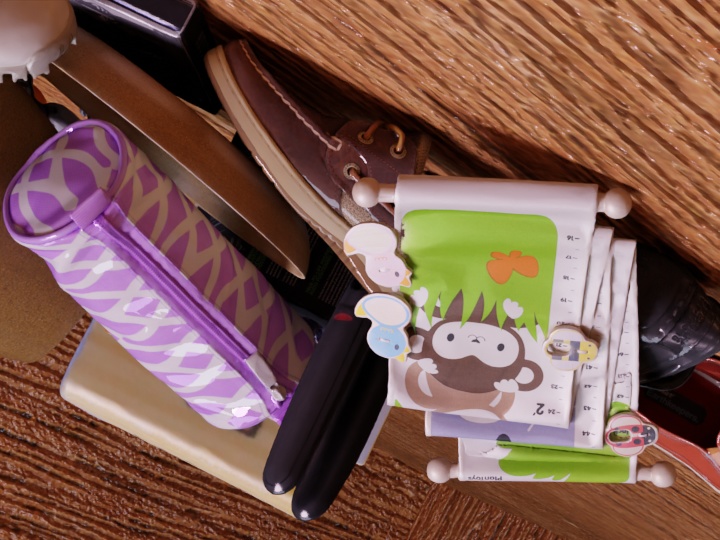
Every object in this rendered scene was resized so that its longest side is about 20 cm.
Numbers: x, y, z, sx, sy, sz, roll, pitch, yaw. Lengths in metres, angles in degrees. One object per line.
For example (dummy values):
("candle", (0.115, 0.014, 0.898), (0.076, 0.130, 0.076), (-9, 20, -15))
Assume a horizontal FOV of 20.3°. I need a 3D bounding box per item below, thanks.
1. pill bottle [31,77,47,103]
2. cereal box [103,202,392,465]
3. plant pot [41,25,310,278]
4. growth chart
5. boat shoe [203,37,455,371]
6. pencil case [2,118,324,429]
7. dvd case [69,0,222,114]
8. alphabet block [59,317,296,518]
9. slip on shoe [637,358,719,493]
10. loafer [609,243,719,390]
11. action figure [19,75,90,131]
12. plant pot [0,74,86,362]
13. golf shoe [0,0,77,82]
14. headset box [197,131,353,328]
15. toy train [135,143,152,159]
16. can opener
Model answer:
("pill bottle", (-0.276, -0.126, 1.264), (0.106, 0.107, 0.200), (22, 171, 30))
("cereal box", (-0.053, 0.023, 1.355), (0.199, 0.145, 0.039), (30, 172, -17))
("plant pot", (-0.099, -0.068, 1.034), (0.200, 0.028, 0.200), (39, 175, 4))
("growth chart", (0.070, 0.032, 0.954), (0.143, 0.018, 0.201), (-4, 129, 11))
("boat shoe", (0.006, -0.044, 0.989), (0.200, 0.072, 0.072), (49, -176, -5))
("pencil case", (-0.101, 0.009, 1.055), (0.200, 0.084, 0.086), (46, -175, -39))
("dvd case", (-0.164, -0.148, 1.029), (0.199, 0.025, 0.150), (27, 173, 7))
("alphabet block", (-0.086, 0.057, 1.502), (0.199, 0.198, 0.195), (26, 174, 2))
("slip on shoe", (0.228, 0.098, 1.172), (0.199, 0.074, 0.061), (29, 171, 21))
("loafer", (0.140, 0.037, 1.048), (0.070, 0.068, 0.201), (35, 169, 1))
("action figure", (-0.197, -0.084, 1.228), (0.200, 0.129, 0.070), (37, -152, -58))
("plant pot", (-0.233, -0.042, 1.083), (0.199, 0.187, 0.186), (38, 169, -19))
("golf shoe", (-0.217, -0.159, 0.910), (0.199, 0.079, 0.097), (28, 145, 1))
("headset box", (0.000, 0.000, 1.202), (0.199, 0.093, 0.174), (26, 172, 11))
("toy train", (-0.125, -0.008, 1.221), (0.151, 0.055, 0.201), (-100, -7, -61))
("can opener", (0.006, 0.036, 1.046), (0.078, 0.201, 0.063), (2, 141, 51))
